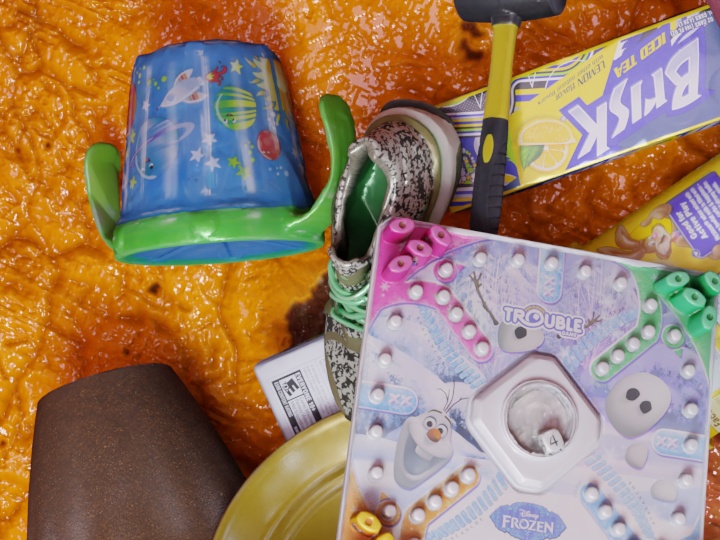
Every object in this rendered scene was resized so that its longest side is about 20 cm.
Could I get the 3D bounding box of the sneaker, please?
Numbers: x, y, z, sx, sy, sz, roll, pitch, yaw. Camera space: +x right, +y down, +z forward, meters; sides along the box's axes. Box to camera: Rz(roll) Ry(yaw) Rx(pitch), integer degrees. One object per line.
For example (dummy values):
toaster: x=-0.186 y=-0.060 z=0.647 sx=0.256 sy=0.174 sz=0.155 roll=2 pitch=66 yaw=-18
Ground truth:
sneaker: x=0.000 y=0.000 z=0.804 sx=0.077 sy=0.089 sz=0.201 roll=15 pitch=107 yaw=28

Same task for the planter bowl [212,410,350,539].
planter bowl: x=0.015 y=0.178 z=0.811 sx=0.200 sy=0.201 sz=0.084 roll=-16 pitch=130 yaw=15

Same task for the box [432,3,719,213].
box: x=0.142 y=-0.100 z=0.838 sx=0.200 sy=0.064 sz=0.070 roll=-19 pitch=92 yaw=15

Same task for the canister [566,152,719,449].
canister: x=0.231 y=0.003 z=0.818 sx=0.200 sy=0.087 sz=0.149 roll=-35 pitch=88 yaw=14

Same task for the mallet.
mallet: x=0.088 y=-0.095 z=0.791 sx=0.066 sy=0.041 sz=0.201 roll=-8 pitch=71 yaw=25

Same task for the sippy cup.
sippy cup: x=-0.094 y=-0.075 z=0.873 sx=0.177 sy=0.140 sz=0.131 roll=-4 pitch=86 yaw=-4

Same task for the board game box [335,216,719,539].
board game box: x=0.096 y=0.080 z=0.732 sx=0.199 sy=0.026 sz=0.201 roll=10 pitch=75 yaw=-8

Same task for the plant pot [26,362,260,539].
plant pot: x=-0.143 y=0.170 z=0.900 sx=0.187 sy=0.187 sz=0.200 roll=-20 pitch=77 yaw=16

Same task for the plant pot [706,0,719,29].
plant pot: x=0.253 y=-0.182 z=0.710 sx=0.200 sy=0.200 sz=0.179 roll=-13 pitch=114 yaw=15

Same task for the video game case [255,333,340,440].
video game case: x=0.054 y=0.115 z=0.889 sx=0.181 sy=0.045 sz=0.200 roll=-24 pitch=91 yaw=17
